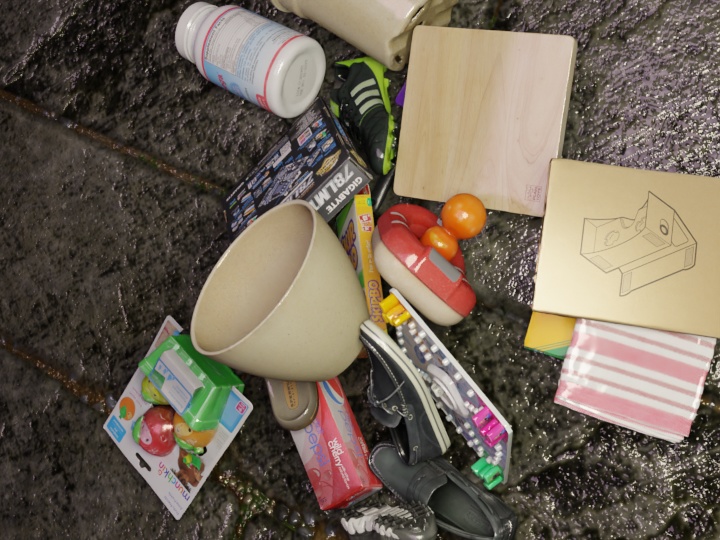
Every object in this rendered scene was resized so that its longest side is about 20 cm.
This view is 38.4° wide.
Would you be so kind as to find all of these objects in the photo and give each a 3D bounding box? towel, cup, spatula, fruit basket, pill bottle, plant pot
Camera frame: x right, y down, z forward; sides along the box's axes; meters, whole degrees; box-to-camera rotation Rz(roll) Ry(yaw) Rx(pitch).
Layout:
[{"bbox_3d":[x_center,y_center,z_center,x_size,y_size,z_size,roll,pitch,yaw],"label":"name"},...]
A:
[{"bbox_3d":[0.297,0.065,1.085,0.145,0.030,0.202,17,86,3],"label":"towel"},{"bbox_3d":[-0.072,0.044,1.156,0.200,0.143,0.201,-35,33,27],"label":"cup"},{"bbox_3d":[0.051,-0.167,1.311,0.056,0.020,0.202,23,94,41],"label":"spatula"},{"bbox_3d":[-0.250,0.193,1.362,0.185,0.093,0.201,43,104,26],"label":"fruit basket"},{"bbox_3d":[-0.152,-0.289,1.387,0.199,0.108,0.110,29,94,28],"label":"pill bottle"},{"bbox_3d":[0.015,-0.354,1.282,0.183,0.200,0.201,43,101,15],"label":"plant pot"}]

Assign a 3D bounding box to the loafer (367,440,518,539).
[{"bbox_3d":[0.089,0.254,1.191,0.199,0.070,0.069,27,94,28],"label":"loafer"}]

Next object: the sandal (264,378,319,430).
[{"bbox_3d":[-0.104,0.095,1.249,0.081,0.054,0.202,-23,64,20],"label":"sandal"}]

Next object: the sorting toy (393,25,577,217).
[{"bbox_3d":[0.152,-0.177,1.223,0.197,0.069,0.203,11,98,26],"label":"sorting toy"}]

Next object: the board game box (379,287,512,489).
[{"bbox_3d":[0.092,0.137,1.142,0.026,0.201,0.200,-34,65,-11],"label":"board game box"}]

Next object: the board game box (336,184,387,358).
[{"bbox_3d":[0.000,0.000,1.273,0.030,0.096,0.203,0,76,-16],"label":"board game box"}]

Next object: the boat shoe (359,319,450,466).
[{"bbox_3d":[0.040,0.142,1.150,0.062,0.201,0.075,-32,32,-11],"label":"boat shoe"}]

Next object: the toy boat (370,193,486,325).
[{"bbox_3d":[0.091,-0.032,1.174,0.130,0.200,0.131,41,99,-11],"label":"toy boat"}]

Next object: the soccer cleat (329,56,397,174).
[{"bbox_3d":[0.003,-0.190,1.279,0.080,0.068,0.201,-3,48,-2],"label":"soccer cleat"}]

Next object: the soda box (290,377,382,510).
[{"bbox_3d":[-0.046,0.189,1.271,0.063,0.070,0.202,-31,69,16],"label":"soda box"}]

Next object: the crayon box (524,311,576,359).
[{"bbox_3d":[0.268,0.007,1.150,0.118,0.058,0.202,15,88,26],"label":"crayon box"}]

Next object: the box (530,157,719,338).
[{"bbox_3d":[0.284,-0.025,1.069,0.197,0.021,0.166,8,84,4],"label":"box"}]

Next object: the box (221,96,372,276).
[{"bbox_3d":[-0.087,-0.101,1.299,0.200,0.050,0.199,-45,31,12],"label":"box"}]

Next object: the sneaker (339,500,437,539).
[{"bbox_3d":[0.041,0.312,1.170,0.200,0.066,0.092,-23,85,65],"label":"sneaker"}]
